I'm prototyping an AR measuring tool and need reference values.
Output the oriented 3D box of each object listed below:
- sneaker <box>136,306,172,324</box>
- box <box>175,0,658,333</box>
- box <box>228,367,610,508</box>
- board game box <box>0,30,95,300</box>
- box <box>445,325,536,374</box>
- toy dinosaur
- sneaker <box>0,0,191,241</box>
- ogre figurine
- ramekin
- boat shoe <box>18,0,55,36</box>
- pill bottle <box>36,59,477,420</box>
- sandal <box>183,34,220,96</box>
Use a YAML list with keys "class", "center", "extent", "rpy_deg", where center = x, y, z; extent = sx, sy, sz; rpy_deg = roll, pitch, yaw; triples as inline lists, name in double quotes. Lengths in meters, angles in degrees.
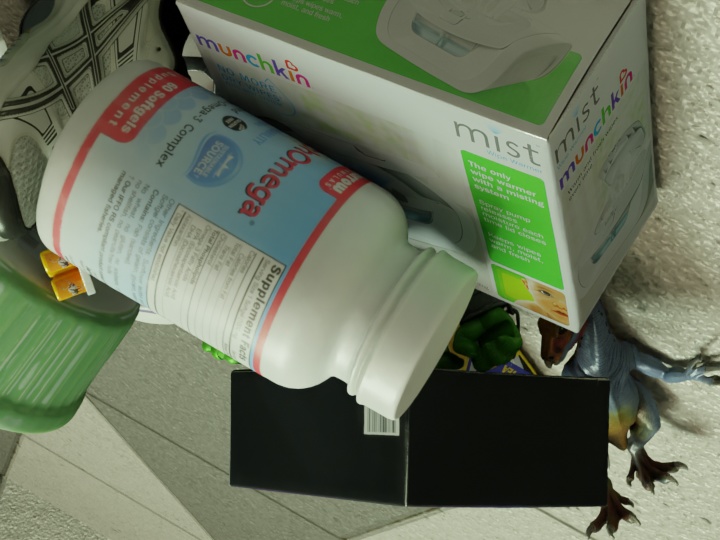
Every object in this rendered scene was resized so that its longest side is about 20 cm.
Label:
- class: "sneaker"
  center: [-0.111, -0.019, 1.081]
  extent: [0.200, 0.073, 0.114]
  rpy_deg: [0, 144, 13]
- class: "box"
  center: [0.036, -0.084, 0.736]
  extent: [0.200, 0.097, 0.177]
  rpy_deg: [24, 159, 24]
- class: "box"
  center: [0.029, 0.097, 0.881]
  extent: [0.141, 0.079, 0.200]
  rpy_deg: [3, 175, -32]
- class: "board game box"
  center: [-0.223, -0.110, 0.930]
  extent: [0.200, 0.026, 0.200]
  rpy_deg: [-122, 15, -46]
- class: "box"
  center: [0.060, 0.060, 1.039]
  extent: [0.064, 0.070, 0.200]
  rpy_deg: [10, 149, 45]
- class: "toy dinosaur"
  center: [0.143, 0.080, 0.957]
  extent: [0.200, 0.105, 0.182]
  rpy_deg: [18, 136, 62]
- class: "sneaker"
  center: [-0.137, -0.100, 0.798]
  extent: [0.087, 0.200, 0.076]
  rpy_deg: [23, 168, 11]
- class: "ogre figurine"
  center: [0.000, 0.000, 0.906]
  extent: [0.200, 0.120, 0.098]
  rpy_deg: [-1, 176, 45]
- class: "ramekin"
  center: [-0.245, 0.005, 1.010]
  extent: [0.200, 0.098, 0.200]
  rpy_deg: [39, -164, -13]
- class: "boat shoe"
  center: [-0.132, -0.105, 0.970]
  extent: [0.200, 0.070, 0.066]
  rpy_deg: [31, 178, -5]
- class: "pill bottle"
  center: [-0.049, -0.012, 0.729]
  extent: [0.200, 0.109, 0.109]
  rpy_deg: [29, 158, 10]
- class: "sandal"
  center: [-0.116, -0.102, 0.882]
  extent: [0.200, 0.043, 0.076]
  rpy_deg: [-18, 113, 33]
